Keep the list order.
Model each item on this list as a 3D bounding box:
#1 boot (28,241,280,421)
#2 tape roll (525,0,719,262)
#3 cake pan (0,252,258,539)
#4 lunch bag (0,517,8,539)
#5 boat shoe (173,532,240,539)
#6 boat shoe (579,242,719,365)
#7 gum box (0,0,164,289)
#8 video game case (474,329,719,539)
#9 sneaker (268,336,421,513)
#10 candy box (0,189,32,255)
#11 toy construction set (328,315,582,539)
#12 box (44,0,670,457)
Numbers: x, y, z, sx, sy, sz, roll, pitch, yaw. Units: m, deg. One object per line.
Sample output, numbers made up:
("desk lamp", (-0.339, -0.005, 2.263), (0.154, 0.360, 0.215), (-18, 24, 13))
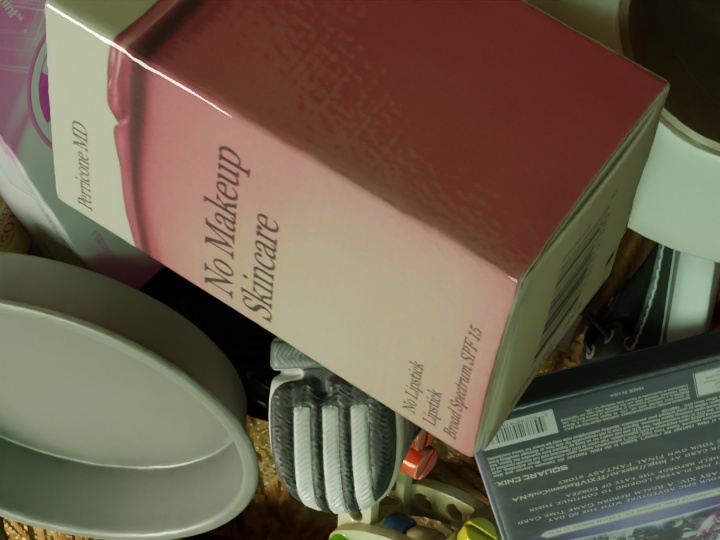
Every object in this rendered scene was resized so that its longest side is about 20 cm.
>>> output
("boot", (-0.112, 0.043, 1.039), (0.200, 0.076, 0.168), (43, 129, 18))
("tape roll", (0.163, -0.121, 0.817), (0.202, 0.139, 0.203), (9, 125, 12))
("cake pan", (-0.138, 0.056, 0.947), (0.200, 0.037, 0.201), (10, 147, 7))
("lunch bag", (-0.266, 0.080, 1.087), (0.200, 0.118, 0.164), (10, 131, 43))
("boat shoe", (-0.036, 0.196, 1.109), (0.200, 0.076, 0.074), (23, 92, 29))
("boat shoe", (0.128, 0.046, 0.991), (0.056, 0.069, 0.200), (14, 129, 8))
("gum box", (-0.120, -0.096, 0.887), (0.066, 0.113, 0.200), (31, 158, 44))
("video game case", (0.134, 0.106, 0.987), (0.142, 0.019, 0.200), (-15, 138, 5))
("sneaker", (0.000, 0.000, 0.931), (0.075, 0.115, 0.201), (4, 92, 15))
("candy box", (-0.182, -0.101, 0.918), (0.055, 0.115, 0.201), (31, 110, 46))
("toy construction set", (0.032, 0.085, 1.035), (0.131, 0.092, 0.201), (30, 124, 28))
("box", (-0.005, -0.046, 0.788), (0.200, 0.109, 0.128), (31, 149, 15))
